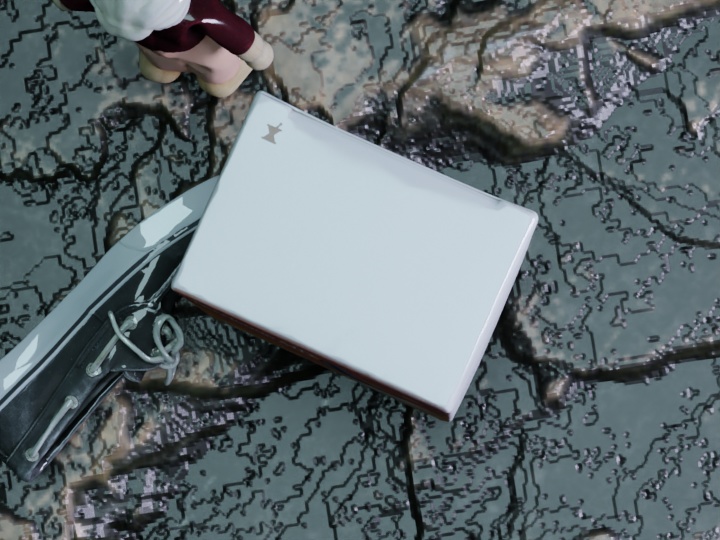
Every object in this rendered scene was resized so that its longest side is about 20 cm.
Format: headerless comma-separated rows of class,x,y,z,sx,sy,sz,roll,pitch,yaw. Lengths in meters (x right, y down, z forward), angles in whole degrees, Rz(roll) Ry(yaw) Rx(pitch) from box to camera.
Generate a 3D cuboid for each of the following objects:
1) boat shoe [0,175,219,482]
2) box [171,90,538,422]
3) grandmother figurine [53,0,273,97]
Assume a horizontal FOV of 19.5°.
boat shoe,-0.130,0.034,1.152,0.199,0.074,0.068,-43,80,-2
box,0.000,0.000,1.088,0.152,0.200,0.107,24,86,5
grandmother figurine,-0.105,-0.136,1.104,0.121,0.200,0.061,5,85,2
